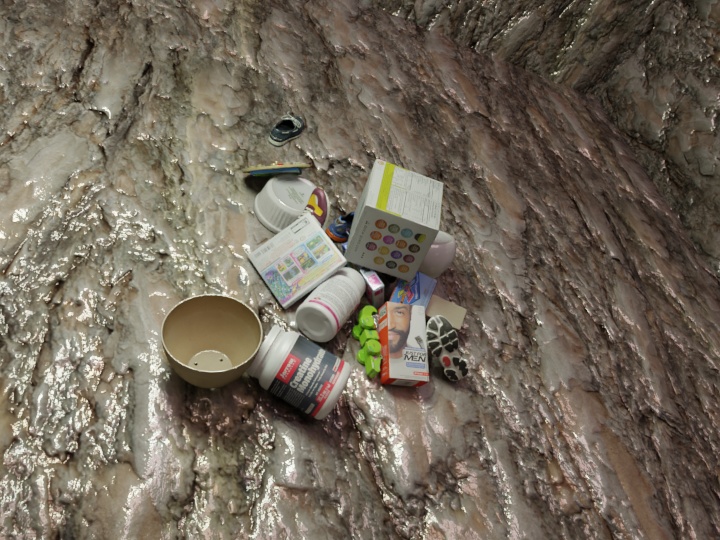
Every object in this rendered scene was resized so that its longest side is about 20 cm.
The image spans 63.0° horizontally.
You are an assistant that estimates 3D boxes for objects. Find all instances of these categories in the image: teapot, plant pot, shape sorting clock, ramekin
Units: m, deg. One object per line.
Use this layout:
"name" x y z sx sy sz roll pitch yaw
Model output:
"teapot" 0.187 -0.035 1.754 0.199 0.147 0.197 1 21 -12
"plant pot" -0.311 0.168 1.230 0.199 0.135 0.201 9 43 -8
"shape sorting clock" -0.246 -0.301 1.722 0.199 0.200 0.039 -7 94 -37
"ramekin" -0.198 -0.194 1.698 0.202 0.094 0.203 18 43 -17

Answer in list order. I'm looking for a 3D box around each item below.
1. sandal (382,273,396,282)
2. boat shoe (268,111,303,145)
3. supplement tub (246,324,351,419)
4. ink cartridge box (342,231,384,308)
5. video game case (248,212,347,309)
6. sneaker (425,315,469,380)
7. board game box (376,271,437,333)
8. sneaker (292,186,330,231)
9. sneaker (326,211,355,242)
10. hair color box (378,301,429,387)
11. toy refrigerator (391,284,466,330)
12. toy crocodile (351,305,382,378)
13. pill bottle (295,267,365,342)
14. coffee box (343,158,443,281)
"sandal" 0.074 -0.027 1.728 0.054 0.082 0.200 -10 32 8
"boat shoe" -0.243 -0.486 1.979 0.075 0.062 0.200 36 40 7
"supplement tub" -0.134 0.223 1.295 0.200 0.141 0.141 31 41 -3
"ink cartridge box" 0.000 0.000 1.616 0.042 0.119 0.200 -26 64 -12
"video game case" -0.164 -0.028 1.518 0.200 0.024 0.182 -36 68 -5
"sneaker" 0.215 0.200 1.540 0.080 0.201 0.083 -25 26 -5
"board game box" 0.126 0.097 1.587 0.103 0.019 0.201 27 77 -11
"sneaker" -0.143 -0.128 1.598 0.090 0.201 0.075 -1 18 -37
"sneaker" -0.010 -0.141 1.777 0.200 0.079 0.075 -21 64 -43
"hair color box" 0.109 0.188 1.496 0.110 0.064 0.201 8 62 -19
"toy refrigerator" 0.189 0.099 1.652 0.199 0.076 0.070 23 78 -10
"toy crocodile" 0.024 0.178 1.495 0.062 0.068 0.200 9 46 -25
"pill bottle" -0.069 0.081 1.496 0.113 0.113 0.200 36 41 4
"coffee box" 0.089 -0.130 1.543 0.197 0.200 0.200 18 45 -6
